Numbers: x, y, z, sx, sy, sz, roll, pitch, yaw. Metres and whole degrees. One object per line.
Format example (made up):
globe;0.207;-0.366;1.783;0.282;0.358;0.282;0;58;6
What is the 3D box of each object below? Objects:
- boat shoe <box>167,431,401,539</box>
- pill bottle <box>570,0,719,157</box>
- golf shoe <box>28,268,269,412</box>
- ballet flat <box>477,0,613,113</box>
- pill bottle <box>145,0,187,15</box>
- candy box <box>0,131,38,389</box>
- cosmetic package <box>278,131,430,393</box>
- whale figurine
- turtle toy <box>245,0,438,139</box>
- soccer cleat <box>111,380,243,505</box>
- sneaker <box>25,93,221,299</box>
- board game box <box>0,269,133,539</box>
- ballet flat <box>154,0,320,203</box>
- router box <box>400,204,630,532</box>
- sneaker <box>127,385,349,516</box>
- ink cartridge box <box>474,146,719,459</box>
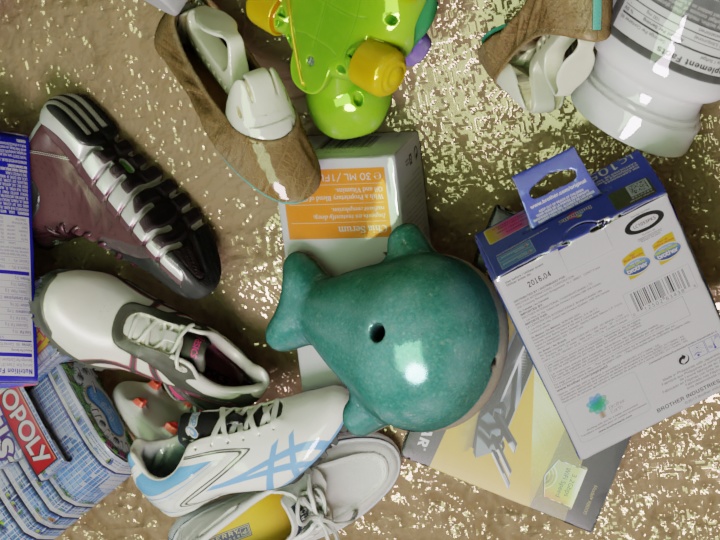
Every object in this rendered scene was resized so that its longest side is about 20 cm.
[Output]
boat shoe;-0.051;0.187;1.781;0.201;0.086;0.075;-21;104;-14
pill bottle;0.229;-0.190;1.599;0.115;0.116;0.201;28;114;7
golf shoe;-0.160;0.050;1.785;0.199;0.078;0.088;26;160;-23
ballet flat;0.132;-0.153;1.608;0.067;0.200;0.073;-6;78;-19
pill bottle;-0.112;-0.289;1.640;0.108;0.109;0.201;32;87;5
candy box;-0.339;-0.001;1.810;0.168;0.077;0.202;-7;82;36
cosmetic package;0.000;0.000;1.759;0.100;0.071;0.202;-2;108;18
whale figurine;0.008;0.041;1.659;0.199;0.104;0.161;18;93;32
turtle toy;-0.002;-0.188;1.680;0.145;0.101;0.201;33;120;30
soccer cleat;-0.127;0.166;1.860;0.199;0.069;0.078;35;118;1
sneaker;-0.203;-0.035;1.820;0.200;0.076;0.116;50;120;8
board game box;-0.268;0.100;1.846;0.200;0.062;0.201;-41;69;24
ballet flat;-0.091;-0.138;1.695;0.201;0.067;0.073;57;152;31
router box;0.137;0.072;1.709;0.156;0.052;0.202;21;96;0
sneaker;-0.093;0.132;1.756;0.199;0.072;0.073;-24;122;25
ink cartridge box;0.170;0.012;1.602;0.136;0.076;0.201;-26;120;3
